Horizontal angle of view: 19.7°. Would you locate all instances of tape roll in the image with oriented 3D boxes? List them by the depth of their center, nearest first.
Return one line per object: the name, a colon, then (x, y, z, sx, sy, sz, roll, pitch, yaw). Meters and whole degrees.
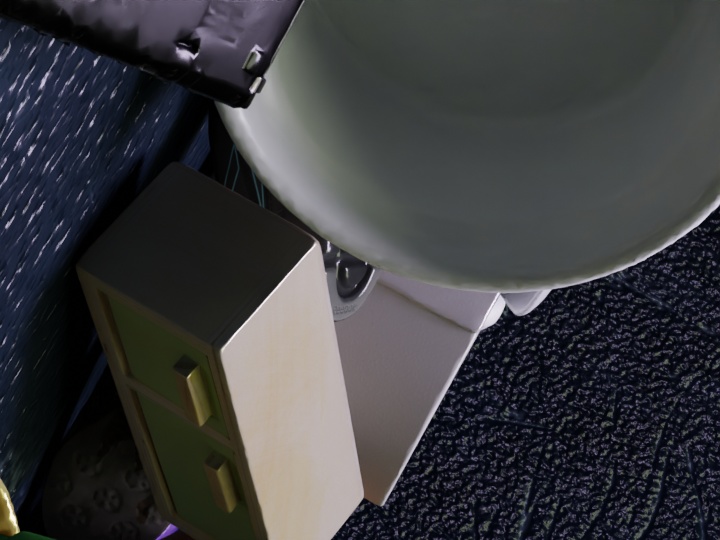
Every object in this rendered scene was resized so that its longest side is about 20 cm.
tape roll: (0.000, 0.000, 1.059, 0.203, 0.139, 0.203, -60, 175, -8)

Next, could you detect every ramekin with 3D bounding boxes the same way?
ramekin: (0.049, -0.100, 0.746, 0.098, 0.200, 0.201, -77, -169, -54)

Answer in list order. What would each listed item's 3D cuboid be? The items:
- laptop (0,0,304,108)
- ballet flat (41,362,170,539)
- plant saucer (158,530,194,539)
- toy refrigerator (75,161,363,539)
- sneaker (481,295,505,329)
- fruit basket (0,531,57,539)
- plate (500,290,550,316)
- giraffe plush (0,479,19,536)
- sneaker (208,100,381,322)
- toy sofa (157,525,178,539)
laptop: (-0.039, -0.147, 0.580, 0.200, 0.103, 0.178, 15, 104, -60)
ballet flat: (-0.097, 0.054, 0.972, 0.046, 0.067, 0.200, -78, -171, -65)
plant saucer: (-0.101, 0.162, 1.068, 0.200, 0.038, 0.200, -26, 178, -1)
toy refrigerator: (-0.056, 0.053, 0.871, 0.070, 0.076, 0.200, -48, 154, -26)
sneaker: (0.022, 0.011, 1.247, 0.075, 0.200, 0.100, -22, 117, -29)
fruit basket: (-0.108, 0.167, 0.525, 0.216, 0.215, 0.156, -60, 176, -13)
plate: (0.111, -0.106, 1.171, 0.200, 0.032, 0.200, -57, -139, 24)
giraffe plush: (-0.121, 0.184, 0.754, 0.200, 0.162, 0.173, -57, 175, -44)
sneaker: (-0.026, -0.081, 0.868, 0.075, 0.079, 0.200, 4, 97, -60)
toy sofa: (-0.106, 0.179, 1.215, 0.200, 0.083, 0.098, -45, 166, -13)
